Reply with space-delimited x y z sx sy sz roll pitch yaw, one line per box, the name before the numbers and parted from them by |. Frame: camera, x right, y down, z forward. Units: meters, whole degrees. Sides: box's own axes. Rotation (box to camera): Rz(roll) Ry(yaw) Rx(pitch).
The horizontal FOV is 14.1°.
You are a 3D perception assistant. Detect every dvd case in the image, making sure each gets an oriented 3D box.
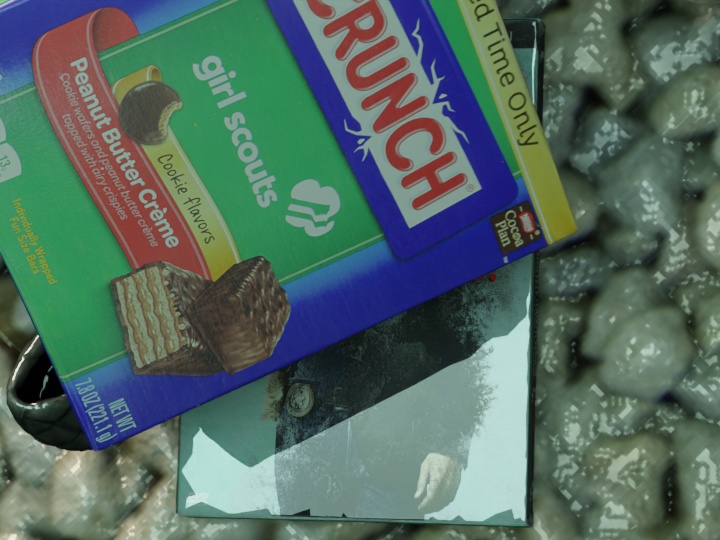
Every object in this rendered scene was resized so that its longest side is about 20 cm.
dvd case | 0.000 0.000 1.155 0.145 0.022 0.201 1 83 13

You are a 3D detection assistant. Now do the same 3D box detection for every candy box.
candy box | -0.042 -0.054 1.054 0.199 0.077 0.170 -25 112 -5

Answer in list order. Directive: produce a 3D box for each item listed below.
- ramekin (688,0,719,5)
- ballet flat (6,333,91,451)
ramekin | 0.165 -0.184 1.053 0.200 0.200 0.098 -36 85 6
ballet flat | -0.053 0.001 1.126 0.200 0.057 0.067 -42 78 5
